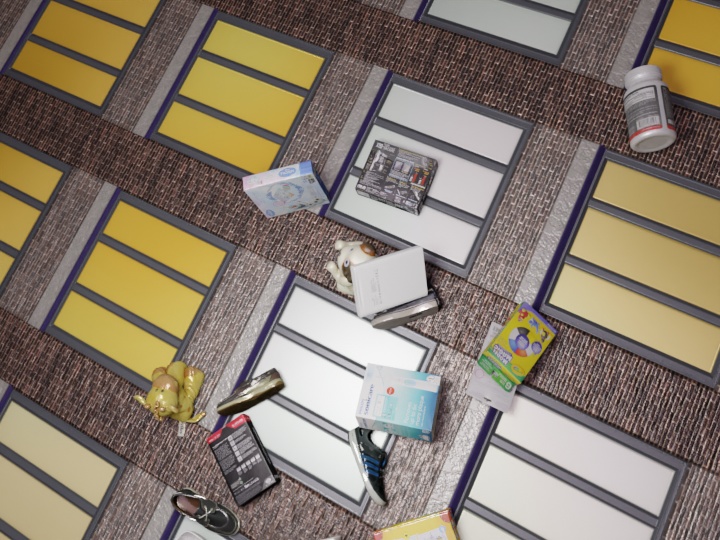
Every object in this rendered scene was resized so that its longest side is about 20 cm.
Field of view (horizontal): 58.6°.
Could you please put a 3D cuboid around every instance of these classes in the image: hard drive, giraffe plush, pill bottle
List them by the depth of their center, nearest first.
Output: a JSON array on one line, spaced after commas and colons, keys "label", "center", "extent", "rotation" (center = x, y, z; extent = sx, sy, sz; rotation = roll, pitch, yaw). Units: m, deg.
[{"label": "hard drive", "center": [0.075, 0.026, 1.621], "extent": [0.196, 0.026, 0.135], "rotation": [-17, 111, -22]}, {"label": "pill bottle", "center": [0.760, -0.427, 1.694], "extent": [0.113, 0.116, 0.205], "rotation": [-4, 74, 10]}, {"label": "giraffe plush", "center": [-0.521, 0.340, 1.727], "extent": [0.169, 0.162, 0.204], "rotation": [-17, 72, 6]}]

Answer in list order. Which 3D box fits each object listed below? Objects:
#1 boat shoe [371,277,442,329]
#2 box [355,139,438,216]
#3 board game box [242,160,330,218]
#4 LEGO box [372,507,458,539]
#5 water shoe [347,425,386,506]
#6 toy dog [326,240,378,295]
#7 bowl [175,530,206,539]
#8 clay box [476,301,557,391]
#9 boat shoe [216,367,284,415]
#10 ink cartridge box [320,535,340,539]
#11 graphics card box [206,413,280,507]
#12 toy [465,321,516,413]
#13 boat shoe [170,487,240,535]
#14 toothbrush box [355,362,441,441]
[{"label": "boat shoe", "center": [0.115, 0.087, 1.719], "extent": [0.195, 0.075, 0.095], "rotation": [-16, 66, -1]}, {"label": "box", "center": [0.102, -0.265, 1.821], "extent": [0.196, 0.050, 0.161], "rotation": [20, 80, 16]}, {"label": "board game box", "center": [-0.203, -0.223, 1.793], "extent": [0.194, 0.200, 0.044], "rotation": [-14, 70, 7]}, {"label": "LEGO box", "center": [0.145, 0.678, 1.545], "extent": [0.196, 0.077, 0.152], "rotation": [-18, 72, 6]}, {"label": "water shoe", "center": [0.034, 0.488, 1.623], "extent": [0.078, 0.072, 0.203], "rotation": [-25, 72, 2]}, {"label": "toy dog", "center": [0.000, 0.000, 1.692], "extent": [0.192, 0.200, 0.141], "rotation": [34, 84, 18]}, {"label": "bowl", "center": [-0.420, 0.793, 1.634], "extent": [0.198, 0.075, 0.202], "rotation": [33, 83, 18]}, {"label": "clay box", "center": [0.390, 0.191, 1.602], "extent": [0.115, 0.048, 0.200], "rotation": [41, 69, 2]}, {"label": "boat shoe", "center": [-0.302, 0.329, 1.741], "extent": [0.196, 0.074, 0.066], "rotation": [-24, 61, 1]}, {"label": "ink cartridge box", "center": [-0.102, 0.772, 1.568], "extent": [0.142, 0.085, 0.205], "rotation": [-14, 71, 7]}, {"label": "graphics card box", "center": [-0.310, 0.502, 1.701], "extent": [0.124, 0.051, 0.202], "rotation": [-33, 70, 1]}, {"label": "toy", "center": [0.350, 0.247, 1.631], "extent": [0.113, 0.047, 0.203], "rotation": [24, 73, 5]}, {"label": "boat shoe", "center": [-0.408, 0.636, 1.678], "extent": [0.196, 0.068, 0.073], "rotation": [23, 79, 15]}, {"label": "toothbrush box", "center": [0.098, 0.332, 1.625], "extent": [0.195, 0.086, 0.149], "rotation": [8, 59, 15]}]
